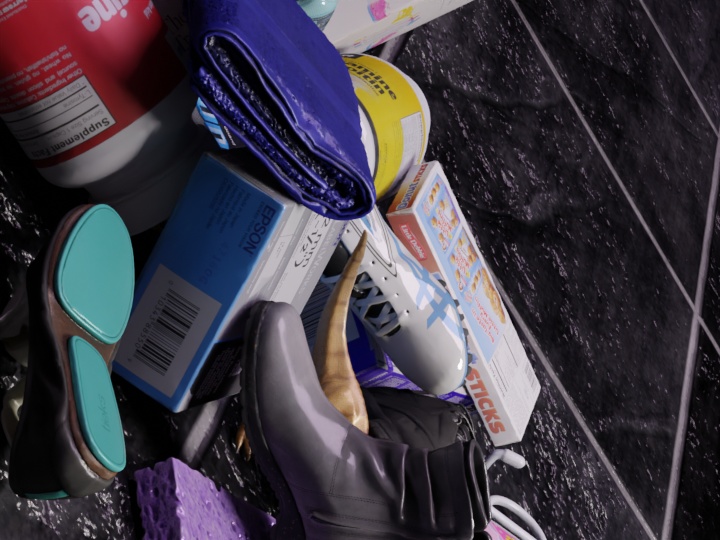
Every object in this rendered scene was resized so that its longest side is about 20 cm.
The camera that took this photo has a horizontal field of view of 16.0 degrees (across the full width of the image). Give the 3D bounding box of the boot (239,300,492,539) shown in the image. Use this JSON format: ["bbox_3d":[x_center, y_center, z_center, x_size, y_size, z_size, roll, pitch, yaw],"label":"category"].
[{"bbox_3d":[0.009,0.106,1.483,0.070,0.132,0.200,-41,121,-66],"label":"boot"}]

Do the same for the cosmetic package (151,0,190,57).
[{"bbox_3d":[-0.116,-0.209,1.627,0.151,0.052,0.200,50,43,-11],"label":"cosmetic package"}]

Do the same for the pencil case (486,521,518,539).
[{"bbox_3d":[0.097,0.218,1.712,0.200,0.087,0.087,33,33,-24],"label":"pencil case"}]

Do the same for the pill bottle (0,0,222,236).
[{"bbox_3d":[-0.166,-0.123,1.505,0.200,0.112,0.112,57,22,-18],"label":"pill bottle"}]

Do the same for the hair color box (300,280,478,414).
[{"bbox_3d":[0.018,0.044,1.818,0.200,0.065,0.109,23,46,-62],"label":"hair color box"}]

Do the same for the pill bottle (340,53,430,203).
[{"bbox_3d":[-0.016,-0.096,1.829,0.112,0.112,0.200,63,20,-2],"label":"pill bottle"}]

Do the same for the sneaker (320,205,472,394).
[{"bbox_3d":[0.000,0.000,1.681,0.072,0.072,0.200,-29,84,-47],"label":"sneaker"}]

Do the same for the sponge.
[{"bbox_3d":[-0.061,0.194,1.506,0.200,0.030,0.112,39,33,-50],"label":"sponge"}]

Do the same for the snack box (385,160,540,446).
[{"bbox_3d":[0.076,0.024,1.830,0.200,0.024,0.072,64,28,-23],"label":"snack box"}]

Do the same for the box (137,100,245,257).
[{"bbox_3d":[-0.127,-0.105,1.670,0.200,0.046,0.159,64,21,2],"label":"box"}]

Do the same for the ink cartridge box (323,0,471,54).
[{"bbox_3d":[-0.015,-0.229,1.886,0.125,0.200,0.129,115,-50,-85],"label":"ink cartridge box"}]

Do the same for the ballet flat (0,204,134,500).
[{"bbox_3d":[-0.164,0.043,1.377,0.068,0.068,0.200,50,24,-35],"label":"ballet flat"}]

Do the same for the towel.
[{"bbox_3d":[-0.055,-0.116,1.515,0.148,0.050,0.200,49,14,-22],"label":"towel"}]

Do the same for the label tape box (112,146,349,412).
[{"bbox_3d":[-0.063,-0.001,1.556,0.066,0.143,0.200,33,15,17],"label":"label tape box"}]

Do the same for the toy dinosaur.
[{"bbox_3d":[-0.021,0.079,1.597,0.060,0.106,0.200,-1,86,-60],"label":"toy dinosaur"}]

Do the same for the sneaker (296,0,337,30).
[{"bbox_3d":[-0.097,-0.229,1.761,0.200,0.086,0.078,37,51,-12],"label":"sneaker"}]

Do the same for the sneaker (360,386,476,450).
[{"bbox_3d":[0.038,0.116,1.643,0.200,0.091,0.076,-126,-148,-64],"label":"sneaker"}]

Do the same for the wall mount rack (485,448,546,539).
[{"bbox_3d":[0.150,0.219,1.857,0.174,0.075,0.200,35,25,-12],"label":"wall mount rack"}]
